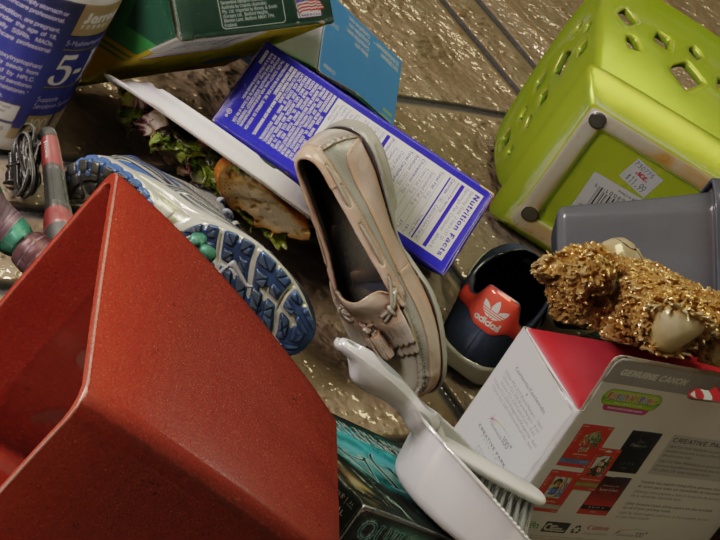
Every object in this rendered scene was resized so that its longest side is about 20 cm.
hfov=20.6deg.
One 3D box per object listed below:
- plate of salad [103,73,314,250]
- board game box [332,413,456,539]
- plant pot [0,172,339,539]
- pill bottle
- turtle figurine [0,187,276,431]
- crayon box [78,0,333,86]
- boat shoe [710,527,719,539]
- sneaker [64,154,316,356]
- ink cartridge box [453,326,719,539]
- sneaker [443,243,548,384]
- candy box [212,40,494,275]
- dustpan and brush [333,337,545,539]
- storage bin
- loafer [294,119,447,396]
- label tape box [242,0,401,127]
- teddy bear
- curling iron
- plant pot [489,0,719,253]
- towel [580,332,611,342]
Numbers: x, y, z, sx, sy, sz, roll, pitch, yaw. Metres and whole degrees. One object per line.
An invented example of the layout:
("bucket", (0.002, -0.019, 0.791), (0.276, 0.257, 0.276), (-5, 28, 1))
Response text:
("plate of salad", (-0.106, -0.074, 1.414), (0.200, 0.048, 0.200), (34, -1, 1))
("board game box", (0.021, 0.136, 1.190), (0.200, 0.028, 0.135), (28, 11, -46))
("plant pot", (-0.119, 0.111, 1.011), (0.176, 0.200, 0.200), (34, 26, -22))
("pill bottle", (-0.225, -0.194, 1.353), (0.119, 0.200, 0.120), (25, 29, -15))
("turtle figurine", (-0.159, 0.038, 1.166), (0.199, 0.101, 0.150), (30, 59, 2))
("crayon box", (-0.124, -0.176, 1.428), (0.126, 0.200, 0.051), (-12, 90, -32))
("boat shoe", (0.274, 0.207, 1.376), (0.072, 0.073, 0.200), (20, 30, -23))
("sneaker", (-0.105, -0.020, 1.340), (0.200, 0.077, 0.085), (37, 24, 6))
("ink cartridge box", (0.177, 0.107, 1.324), (0.199, 0.176, 0.084), (11, 34, -37))
("sneaker", (0.119, 0.012, 1.510), (0.075, 0.085, 0.200), (33, 28, 0))
("candy box", (-0.005, -0.079, 1.471), (0.200, 0.077, 0.169), (34, 0, -2))
("dustpan and brush", (0.049, 0.107, 1.147), (0.200, 0.057, 0.140), (33, 10, -23))
("storage bin", (0.212, 0.008, 1.496), (0.134, 0.146, 0.200), (-1, -4, 5))
("loafer", (0.000, 0.000, 1.354), (0.063, 0.072, 0.201), (-29, 106, -49))
("label tape box", (-0.034, -0.177, 1.564), (0.200, 0.063, 0.144), (29, -3, 29))
("teddy bear", (0.192, 0.019, 1.298), (0.144, 0.067, 0.200), (14, 3, -7))
("curling iron", (-0.196, -0.019, 1.281), (0.025, 0.050, 0.201), (11, 41, -34))
("plant pot", (0.230, -0.097, 1.693), (0.199, 0.199, 0.182), (31, 35, -6))
("towel", (0.237, 0.092, 1.504), (0.199, 0.022, 0.146), (24, 20, 30))
